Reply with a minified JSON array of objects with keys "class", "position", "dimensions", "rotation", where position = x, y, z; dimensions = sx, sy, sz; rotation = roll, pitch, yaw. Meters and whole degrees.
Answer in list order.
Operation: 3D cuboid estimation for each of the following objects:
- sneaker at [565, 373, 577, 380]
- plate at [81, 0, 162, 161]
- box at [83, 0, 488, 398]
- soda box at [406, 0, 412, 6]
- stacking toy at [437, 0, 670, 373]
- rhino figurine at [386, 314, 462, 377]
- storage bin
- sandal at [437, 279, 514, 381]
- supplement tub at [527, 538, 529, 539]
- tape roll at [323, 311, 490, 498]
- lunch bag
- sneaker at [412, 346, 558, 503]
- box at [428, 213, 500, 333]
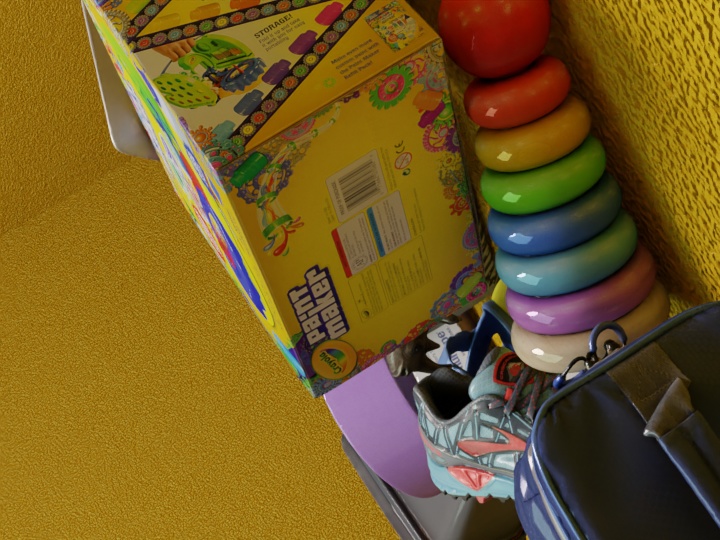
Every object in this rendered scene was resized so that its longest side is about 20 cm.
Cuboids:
[{"class":"sneaker","position":[0.174,0.104,0.665],"dimensions":[0.201,0.070,0.081],"rotation":[55,168,29]},{"class":"plate","position":[-0.125,-0.168,0.839],"dimensions":[0.200,0.032,0.202],"rotation":[7,-112,-71]},{"class":"box","position":[-0.041,-0.077,0.673],"dimensions":[0.193,0.121,0.201],"rotation":[52,169,36]},{"class":"soda box","position":[-0.043,-0.212,0.836],"dimensions":[0.200,0.067,0.064],"rotation":[49,168,50]},{"class":"stacking toy","position":[0.089,-0.054,0.619],"dimensions":[0.202,0.085,0.085],"rotation":[69,168,-19]},{"class":"rhino figurine","position":[0.000,0.000,0.835],"dimensions":[0.200,0.087,0.060],"rotation":[47,178,-19]},{"class":"storage bin","position":[0.093,0.165,1.192],"dimensions":[0.201,0.144,0.135],"rotation":[54,143,34]},{"class":"sandal","position":[0.110,0.090,0.935],"dimensions":[0.080,0.087,0.201],"rotation":[47,167,45]},{"class":"supplement tub","position":[0.117,0.244,0.770],"dimensions":[0.145,0.199,0.145],"rotation":[57,172,12]},{"class":"tape roll","position":[0.042,0.082,1.035],"dimensions":[0.200,0.065,0.201],"rotation":[42,-150,-31]},{"class":"lunch bag","position":[0.158,0.111,0.553],"dimensions":[0.201,0.135,0.133],"rotation":[57,170,17]},{"class":"sneaker","position":[0.107,0.097,0.799],"dimensions":[0.199,0.079,0.096],"rotation":[-9,111,44]},{"class":"box","position":[0.033,-0.053,0.903],"dimensions":[0.068,0.082,0.201],"rotation":[50,169,47]}]
